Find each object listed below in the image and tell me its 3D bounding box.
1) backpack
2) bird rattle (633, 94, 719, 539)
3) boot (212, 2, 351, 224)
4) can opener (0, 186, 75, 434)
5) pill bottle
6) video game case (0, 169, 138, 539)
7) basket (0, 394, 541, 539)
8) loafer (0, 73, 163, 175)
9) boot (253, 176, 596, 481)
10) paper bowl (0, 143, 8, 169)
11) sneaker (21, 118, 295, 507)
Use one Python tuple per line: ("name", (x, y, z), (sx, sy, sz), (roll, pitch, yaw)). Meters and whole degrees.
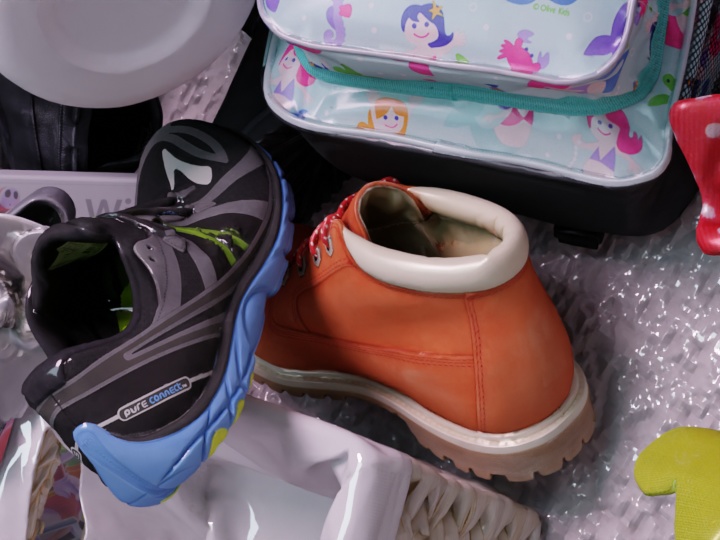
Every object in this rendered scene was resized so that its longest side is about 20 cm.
("backpack", (0.059, -0.131, 0.709), (0.176, 0.151, 0.202), (12, 76, 21))
("bird rattle", (0.178, 0.024, 0.618), (0.162, 0.113, 0.202), (5, 68, 31))
("boot", (-0.062, -0.125, 0.871), (0.165, 0.066, 0.200), (-47, 55, 9))
("can opener", (-0.168, 0.055, 0.778), (0.201, 0.053, 0.067), (-55, 10, 22))
("pill bottle", (-0.116, -0.162, 0.733), (0.113, 0.112, 0.201), (-47, 44, 22))
("video game case", (-0.154, 0.057, 0.822), (0.018, 0.142, 0.202), (-139, 52, -71))
("basket", (-0.043, 0.119, 0.746), (0.199, 0.123, 0.137), (14, 86, 43))
("loafer", (-0.122, -0.059, 0.848), (0.070, 0.201, 0.069), (10, 64, 9))
("boot", (0.000, 0.000, 0.744), (0.199, 0.108, 0.075), (18, 51, 40))
("paper bowl", (-0.239, -0.054, 0.843), (0.104, 0.200, 0.202), (39, 104, 39))
("sneaker", (-0.076, -0.003, 0.694), (0.071, 0.083, 0.200), (-39, 23, 28))
